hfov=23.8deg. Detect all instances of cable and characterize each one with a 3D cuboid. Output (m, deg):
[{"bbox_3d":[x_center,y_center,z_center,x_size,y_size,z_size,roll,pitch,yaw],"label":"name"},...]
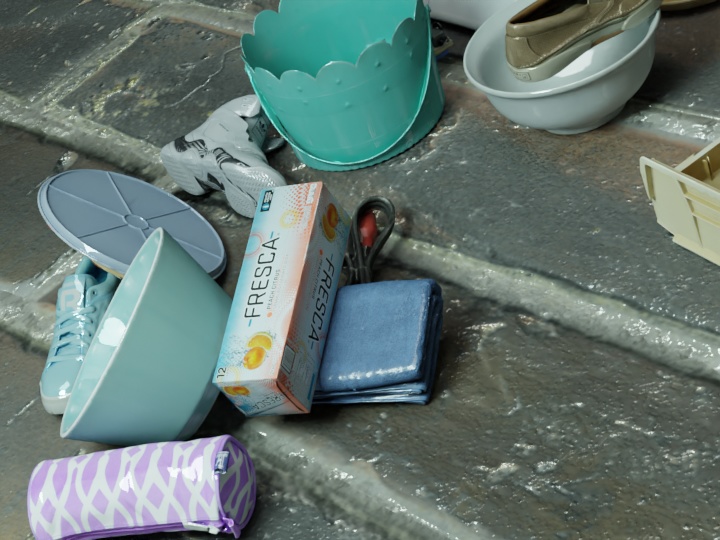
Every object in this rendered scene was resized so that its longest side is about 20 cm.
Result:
[{"bbox_3d":[0.000,0.000,1.613,0.096,0.051,0.201,-15,47,-1],"label":"cable"}]

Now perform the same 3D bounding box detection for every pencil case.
[{"bbox_3d":[-0.181,0.190,1.422,0.198,0.084,0.086,-9,60,22],"label":"pencil case"}]

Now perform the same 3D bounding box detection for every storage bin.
[{"bbox_3d":[0.374,-0.089,1.450,0.199,0.094,0.198,-36,37,-16],"label":"storage bin"}]

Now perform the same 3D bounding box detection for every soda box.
[{"bbox_3d":[-0.066,0.025,1.479,0.068,0.064,0.202,-5,55,28],"label":"soda box"}]

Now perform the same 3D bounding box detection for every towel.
[{"bbox_3d":[-0.022,0.065,1.500,0.198,0.049,0.113,-6,56,28],"label":"towel"}]

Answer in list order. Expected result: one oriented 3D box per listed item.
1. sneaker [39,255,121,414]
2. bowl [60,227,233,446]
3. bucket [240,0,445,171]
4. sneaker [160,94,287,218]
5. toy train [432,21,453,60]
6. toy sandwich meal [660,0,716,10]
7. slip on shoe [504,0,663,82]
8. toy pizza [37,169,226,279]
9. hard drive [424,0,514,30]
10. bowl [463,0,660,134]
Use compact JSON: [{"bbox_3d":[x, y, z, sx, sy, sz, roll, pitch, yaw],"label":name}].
[{"bbox_3d":[-0.275,0.050,1.653,0.073,0.082,0.201,-12,36,18],"label":"sneaker"},{"bbox_3d":[-0.175,0.075,1.500,0.202,0.104,0.201,-59,13,23],"label":"bowl"},{"bbox_3d":[-0.012,-0.209,1.795,0.205,0.136,0.208,-16,35,12],"label":"bucket"},{"bbox_3d":[-0.119,-0.126,1.799,0.115,0.076,0.199,-44,36,-22],"label":"sneaker"},{"bbox_3d":[0.034,-0.264,1.921,0.034,0.046,0.199,-32,32,-27],"label":"toy train"},{"bbox_3d":[0.356,-0.353,1.827,0.203,0.071,0.206,-16,36,11],"label":"toy sandwich meal"},{"bbox_3d":[0.217,-0.257,1.631,0.199,0.061,0.076,-34,36,-14],"label":"slip on shoe"},{"bbox_3d":[-0.228,-0.036,1.699,0.198,0.032,0.201,22,25,-10],"label":"toy pizza"},{"bbox_3d":[0.147,-0.329,1.882,0.026,0.133,0.199,5,13,-41],"label":"hard drive"},{"bbox_3d":[0.209,-0.199,1.694,0.199,0.091,0.202,-16,36,12],"label":"bowl"}]
